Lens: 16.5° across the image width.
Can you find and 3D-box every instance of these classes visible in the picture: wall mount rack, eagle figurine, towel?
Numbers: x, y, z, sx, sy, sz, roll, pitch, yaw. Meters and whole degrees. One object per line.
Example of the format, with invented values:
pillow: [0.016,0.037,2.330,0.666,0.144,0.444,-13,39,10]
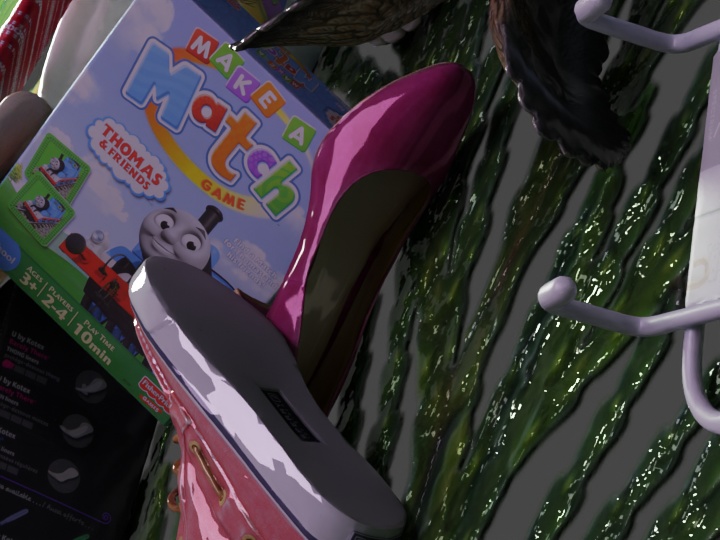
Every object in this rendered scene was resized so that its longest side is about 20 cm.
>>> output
wall mount rack: [0.130,-0.051,0.844,0.174,0.075,0.200,-22,56,60]
eagle figurine: [0.050,-0.128,1.039,0.152,0.151,0.200,-13,46,49]
towel: [-0.202,-0.121,1.412,0.200,0.022,0.145,-63,4,-18]

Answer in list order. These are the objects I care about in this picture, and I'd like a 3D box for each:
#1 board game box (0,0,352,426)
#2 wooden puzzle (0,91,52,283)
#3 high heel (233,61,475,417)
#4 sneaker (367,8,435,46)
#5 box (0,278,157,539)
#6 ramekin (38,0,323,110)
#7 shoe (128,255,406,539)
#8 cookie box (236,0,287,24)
board game box: [-0.095,-0.038,1.271,0.200,0.151,0.037,-49,-5,30]
wooden puzzle: [-0.240,-0.003,1.372,0.185,0.037,0.200,-51,-6,-17]
high heel: [0.000,0.000,1.143,0.200,0.067,0.096,-47,45,15]
sneaker: [0.029,-0.219,1.273,0.200,0.090,0.078,-62,22,1]
box: [-0.192,0.122,1.356,0.122,0.106,0.200,-33,36,52]
ramekin: [-0.096,-0.146,1.450,0.200,0.105,0.200,-49,25,32]
shoe: [-0.062,0.084,1.095,0.091,0.071,0.200,-57,49,20]
cookie box: [-0.135,-0.209,1.269,0.171,0.200,0.075,72,-143,-70]
